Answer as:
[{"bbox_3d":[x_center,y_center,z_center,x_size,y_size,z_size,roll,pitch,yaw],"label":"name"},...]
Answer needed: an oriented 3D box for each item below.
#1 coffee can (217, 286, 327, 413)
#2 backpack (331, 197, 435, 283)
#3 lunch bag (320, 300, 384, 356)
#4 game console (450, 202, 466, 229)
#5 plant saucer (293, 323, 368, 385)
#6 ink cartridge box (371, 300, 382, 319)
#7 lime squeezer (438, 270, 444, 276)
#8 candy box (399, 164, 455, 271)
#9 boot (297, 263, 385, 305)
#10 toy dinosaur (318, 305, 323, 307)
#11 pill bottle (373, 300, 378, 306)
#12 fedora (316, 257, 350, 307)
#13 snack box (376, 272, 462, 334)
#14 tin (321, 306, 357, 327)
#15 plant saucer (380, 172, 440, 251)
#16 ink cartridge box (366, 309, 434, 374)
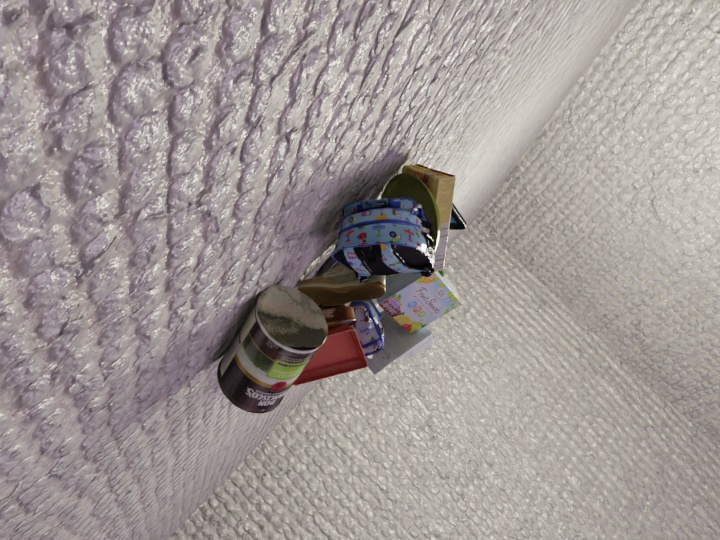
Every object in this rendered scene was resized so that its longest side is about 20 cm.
[{"bbox_3d":[-0.169,0.151,1.202,0.201,0.146,0.146,-54,169,35],"label":"coffee can"},{"bbox_3d":[0.037,-0.062,1.167,0.178,0.138,0.200,-5,168,19],"label":"backpack"},{"bbox_3d":[-0.037,0.158,1.590,0.196,0.163,0.076,-20,-160,8],"label":"lunch bag"},{"bbox_3d":[0.136,-0.097,1.485,0.200,0.167,0.121,39,58,-55],"label":"game console"},{"bbox_3d":[-0.093,0.195,1.504,0.195,0.037,0.201,-15,145,2],"label":"plant saucer"},{"bbox_3d":[-0.057,0.149,1.736,0.199,0.085,0.144,-40,-164,-14],"label":"ink cartridge box"},{"bbox_3d":[0.111,-0.041,1.448,0.071,0.196,0.038,-50,146,-41],"label":"lime squeezer"},{"bbox_3d":[0.132,-0.111,1.344,0.054,0.115,0.205,-12,116,-35],"label":"candy box"},{"bbox_3d":[-0.033,-0.013,1.346,0.072,0.195,0.158,54,36,-50],"label":"boot"},{"bbox_3d":[-0.070,0.083,1.691,0.106,0.060,0.201,-46,172,-22],"label":"toy dinosaur"},{"bbox_3d":[-0.012,0.115,1.963,0.109,0.109,0.201,-42,170,-31],"label":"pill bottle"},{"bbox_3d":[-0.037,0.025,1.489,0.177,0.090,0.201,-45,171,-18],"label":"fedora"},{"bbox_3d":[0.148,0.063,1.638,0.167,0.069,0.200,-31,142,13],"label":"snack box"},{"bbox_3d":[-0.102,0.119,1.457,0.196,0.043,0.112,-6,160,-30],"label":"tin"},{"bbox_3d":[0.105,-0.097,1.309,0.030,0.203,0.201,-8,150,-32],"label":"plant saucer"},{"bbox_3d":[0.079,0.190,1.748,0.198,0.160,0.048,-34,139,-14],"label":"ink cartridge box"}]
